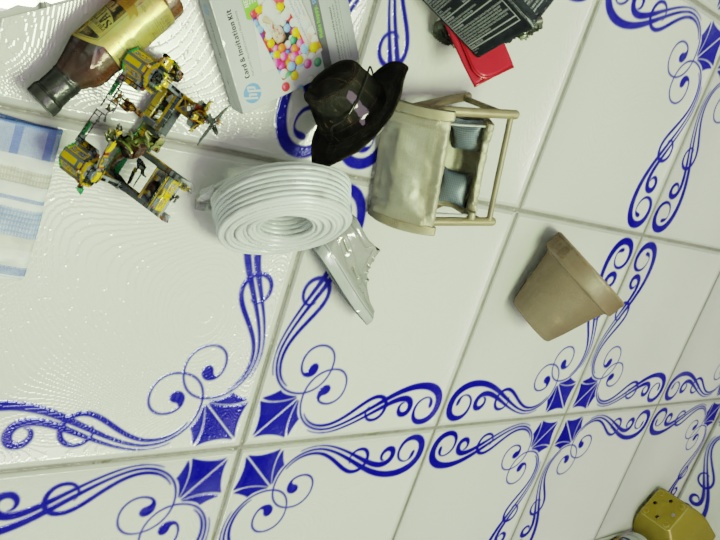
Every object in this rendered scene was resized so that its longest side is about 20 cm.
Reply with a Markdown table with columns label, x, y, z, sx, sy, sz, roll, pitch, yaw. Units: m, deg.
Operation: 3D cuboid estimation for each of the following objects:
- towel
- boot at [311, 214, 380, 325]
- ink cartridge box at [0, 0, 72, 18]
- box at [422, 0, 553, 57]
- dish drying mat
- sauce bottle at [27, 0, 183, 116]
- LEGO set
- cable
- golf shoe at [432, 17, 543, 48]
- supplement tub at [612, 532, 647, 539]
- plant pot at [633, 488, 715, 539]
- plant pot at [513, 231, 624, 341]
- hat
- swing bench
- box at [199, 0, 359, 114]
| label | x | y | z | sx | sy | sz | roll | pitch | yaw |
| --- | --- | --- | --- | --- | --- | --- | --- | --- | --- |
| towel | -0.441 | -0.085 | 0.858 | 0.146 | 0.024 | 0.202 | 10 | 107 | -43 |
| boot | 0.000 | 0.000 | 1.228 | 0.095 | 0.074 | 0.201 | -37 | 131 | -8 |
| ink cartridge box | -0.338 | -0.349 | 0.752 | 0.198 | 0.083 | 0.148 | -27 | 128 | -26 |
| box | 0.160 | -0.418 | 0.991 | 0.198 | 0.200 | 0.124 | 40 | 85 | -13 |
| dish drying mat | 0.161 | -0.384 | 1.108 | 0.076 | 0.018 | 0.202 | -28 | 97 | -14 |
| sauce bottle | -0.295 | -0.260 | 0.850 | 0.200 | 0.066 | 0.066 | -47 | 134 | -11 |
| LEGO set | -0.246 | -0.150 | 0.882 | 0.201 | 0.115 | 0.154 | -54 | 168 | -7 |
| cable | -0.108 | -0.084 | 1.026 | 0.198 | 0.199 | 0.070 | 12 | 63 | -45 |
| golf shoe | 0.197 | -0.410 | 1.178 | 0.197 | 0.077 | 0.089 | -13 | 90 | -24 |
| supplement tub | 0.859 | 0.960 | 2.416 | 0.198 | 0.144 | 0.146 | -17 | 124 | -32 |
| plant pot | 1.042 | 0.856 | 2.483 | 0.194 | 0.195 | 0.201 | -41 | 126 | -13 |
| plant pot | 0.418 | 0.050 | 1.539 | 0.174 | 0.201 | 0.200 | -42 | 136 | 12 |
| hat | -0.029 | -0.231 | 1.007 | 0.081 | 0.200 | 0.202 | 36 | 89 | -28 |
| swing bench | 0.129 | -0.175 | 1.200 | 0.198 | 0.129 | 0.202 | -11 | 121 | -34 |
| box | -0.103 | -0.324 | 0.989 | 0.199 | 0.041 | 0.157 | -30 | 129 | -22 |
